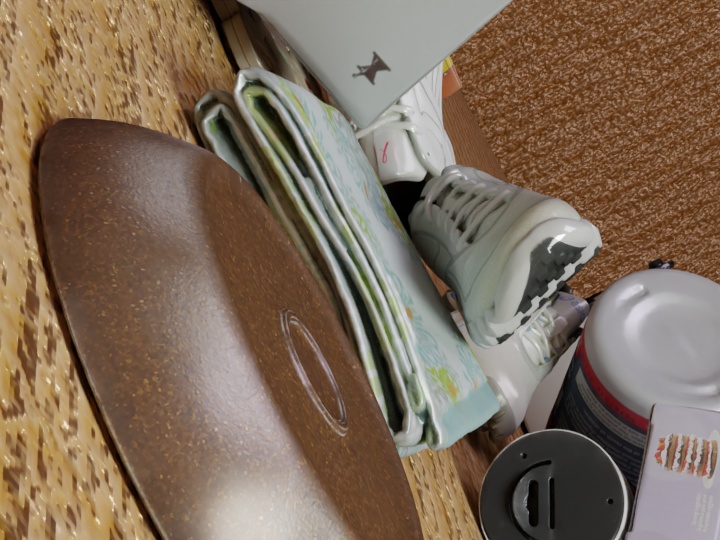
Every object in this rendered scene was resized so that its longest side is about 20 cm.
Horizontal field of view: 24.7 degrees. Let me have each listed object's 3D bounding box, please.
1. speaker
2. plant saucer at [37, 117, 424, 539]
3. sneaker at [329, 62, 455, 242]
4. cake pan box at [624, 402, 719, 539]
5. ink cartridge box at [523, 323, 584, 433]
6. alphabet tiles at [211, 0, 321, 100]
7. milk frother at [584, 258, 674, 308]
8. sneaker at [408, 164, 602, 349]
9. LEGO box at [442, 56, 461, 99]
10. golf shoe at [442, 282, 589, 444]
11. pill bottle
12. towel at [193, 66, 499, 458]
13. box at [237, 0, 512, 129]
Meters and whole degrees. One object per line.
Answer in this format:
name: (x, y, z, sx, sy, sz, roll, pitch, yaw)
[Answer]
speaker: (0.127, 0.150, 0.942, 0.082, 0.081, 0.200, 67, 9, 24)
plant saucer: (-0.027, 0.037, 0.491, 0.201, 0.036, 0.201, 60, 9, -17)
sneaker: (0.017, -0.092, 0.934, 0.100, 0.077, 0.201, -87, 161, -62)
cake pan box: (0.177, 0.192, 0.906, 0.184, 0.052, 0.201, 48, 52, -61)
ink cartridge box: (0.198, 0.147, 1.365, 0.200, 0.084, 0.145, 56, 10, -47)
alphabet tiles: (-0.071, -0.161, 0.895, 0.196, 0.015, 0.201, 49, 17, -60)
milk frother: (0.424, 0.106, 2.487, 0.189, 0.199, 0.181, 62, 5, -11)
sneaker: (0.060, -0.013, 0.794, 0.081, 0.075, 0.200, 49, -5, 0)
LEGO box: (-0.022, -0.203, 1.034, 0.149, 0.077, 0.200, 63, 3, 34)
golf shoe: (0.100, 0.040, 1.057, 0.079, 0.097, 0.200, 62, 10, -16)
pill bottle: (0.184, 0.106, 1.088, 0.201, 0.119, 0.120, 102, -26, -48)
towel: (0.000, 0.000, 0.730, 0.172, 0.048, 0.200, 65, 8, 6)
box: (0.016, -0.216, 0.791, 0.199, 0.200, 0.131, 47, 23, -11)
